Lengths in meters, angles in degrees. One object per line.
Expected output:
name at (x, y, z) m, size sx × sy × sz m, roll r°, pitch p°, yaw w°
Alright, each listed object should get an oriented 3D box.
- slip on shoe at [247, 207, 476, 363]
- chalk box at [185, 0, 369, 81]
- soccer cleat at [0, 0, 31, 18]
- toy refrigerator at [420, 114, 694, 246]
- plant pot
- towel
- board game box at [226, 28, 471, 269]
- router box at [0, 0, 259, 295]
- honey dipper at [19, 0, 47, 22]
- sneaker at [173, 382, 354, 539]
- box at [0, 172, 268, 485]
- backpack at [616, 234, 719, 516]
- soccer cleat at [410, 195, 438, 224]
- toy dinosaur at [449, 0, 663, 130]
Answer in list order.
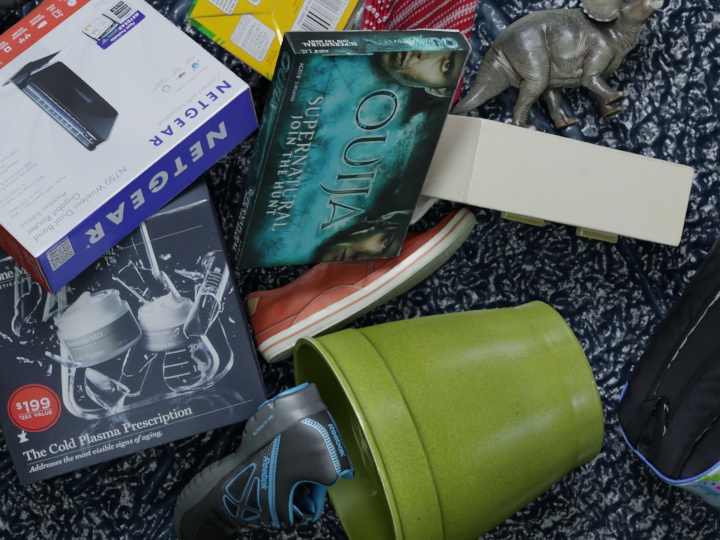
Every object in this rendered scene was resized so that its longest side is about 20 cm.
slip on shoe at (0.000, 0.000, 1.458) m, size 0.199 × 0.074 × 0.062 m, roll -29°, pitch 81°, yaw -1°
chalk box at (-0.010, -0.200, 1.390) m, size 0.123 × 0.200 × 0.125 m, roll 36°, pitch 106°, yaw 21°
soccer cleat at (-0.318, -0.178, 1.387) m, size 0.198 × 0.068 × 0.082 m, roll -19°, pitch 115°, yaw -4°
toy refrigerator at (0.149, -0.065, 1.422) m, size 0.198 × 0.076 × 0.071 m, roll 9°, pitch 93°, yaw -30°
plant pot at (0.074, 0.114, 1.420) m, size 0.191 × 0.200 × 0.202 m, roll -20°, pitch 95°, yaw -15°
towel at (0.045, -0.172, 1.349) m, size 0.022 × 0.201 × 0.144 m, roll 34°, pitch 51°, yaw 21°
board game box at (-0.010, -0.085, 1.324) m, size 0.134 × 0.028 × 0.201 m, roll -5°, pitch 137°, yaw -24°
router box at (-0.204, -0.107, 1.343) m, size 0.200 × 0.049 × 0.179 m, roll -41°, pitch 61°, yaw -19°
honey dipper at (-0.288, -0.142, 1.402) m, size 0.038 × 0.038 × 0.200 m, roll 45°, pitch 86°, yaw -5°
sneaker at (-0.077, 0.171, 1.411) m, size 0.073 × 0.200 × 0.082 m, roll -18°, pitch 66°, yaw -43°
box at (-0.188, 0.035, 1.400) m, size 0.198 × 0.104 × 0.184 m, roll -16°, pitch 114°, yaw -3°
backpack at (0.309, 0.091, 1.429) m, size 0.146 × 0.183 × 0.201 m, roll 33°, pitch 101°, yaw -26°
soccer cleat at (-0.003, -0.055, 1.436) m, size 0.199 × 0.070 × 0.078 m, roll -28°, pitch 56°, yaw -9°
toy dinosaur at (0.154, -0.166, 1.464) m, size 0.198 × 0.077 × 0.103 m, roll -18°, pitch 81°, yaw 17°
